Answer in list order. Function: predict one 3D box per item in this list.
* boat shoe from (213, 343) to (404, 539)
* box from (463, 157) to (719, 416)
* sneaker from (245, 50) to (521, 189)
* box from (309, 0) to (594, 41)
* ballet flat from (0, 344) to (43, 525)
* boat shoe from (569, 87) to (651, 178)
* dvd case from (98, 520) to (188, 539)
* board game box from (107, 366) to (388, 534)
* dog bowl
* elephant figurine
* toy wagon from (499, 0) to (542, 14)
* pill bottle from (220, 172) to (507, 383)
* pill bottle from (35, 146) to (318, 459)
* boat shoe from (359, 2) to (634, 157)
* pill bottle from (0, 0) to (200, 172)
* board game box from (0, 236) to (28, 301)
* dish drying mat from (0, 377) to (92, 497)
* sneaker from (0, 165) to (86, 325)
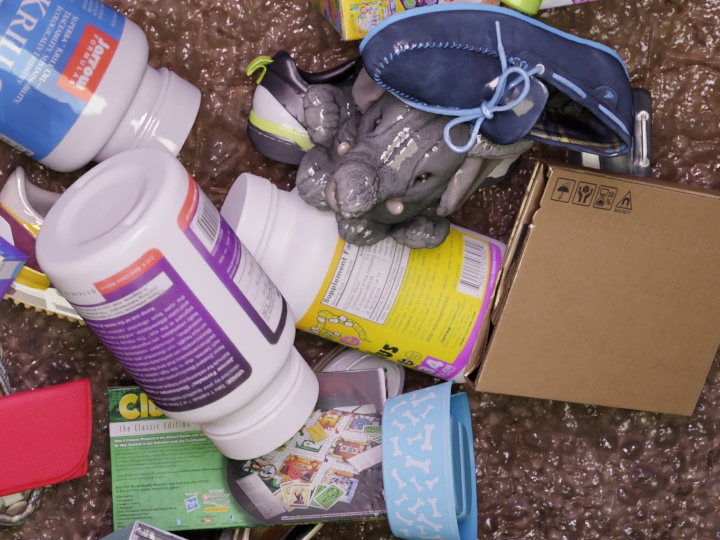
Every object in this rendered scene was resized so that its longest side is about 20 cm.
[{"bbox_3d":[-0.031,0.140,1.738,0.074,0.068,0.201,30,99,-16],"label":"boat shoe"},{"bbox_3d":[0.176,0.016,1.681,0.199,0.021,0.165,8,108,-35],"label":"box"},{"bbox_3d":[0.019,-0.107,1.667,0.198,0.072,0.083,7,105,-13],"label":"sneaker"},{"bbox_3d":[0.058,-0.235,1.564,0.191,0.200,0.123,-10,107,-8],"label":"box"},{"bbox_3d":[-0.267,0.089,1.678,0.072,0.072,0.201,-22,110,-3],"label":"ballet flat"},{"bbox_3d":[0.186,-0.029,1.721,0.060,0.076,0.202,-8,110,-2],"label":"boat shoe"},{"bbox_3d":[-0.094,0.231,1.725,0.199,0.146,0.022,25,67,-15],"label":"dvd case"},{"bbox_3d":[-0.076,0.126,1.696,0.198,0.023,0.106,-4,83,10],"label":"board game box"},{"bbox_3d":[0.049,0.137,1.695,0.049,0.200,0.112,-4,82,7],"label":"dog bowl"},{"bbox_3d":[0.039,-0.084,1.542,0.140,0.200,0.156,10,80,-11],"label":"elephant figurine"},{"bbox_3d":[0.114,-0.231,1.448,0.199,0.040,0.156,23,100,-15],"label":"toy wagon"},{"bbox_3d":[0.000,0.000,1.680,0.199,0.104,0.105,20,103,-15],"label":"pill bottle"},{"bbox_3d":[-0.111,0.027,1.584,0.111,0.112,0.200,-35,122,2],"label":"pill bottle"},{"bbox_3d":[0.093,-0.111,1.469,0.199,0.069,0.084,4,149,-31],"label":"boat shoe"},{"bbox_3d":[-0.207,-0.134,1.595,0.199,0.112,0.113,30,100,-18],"label":"pill bottle"},{"bbox_3d":[-0.330,0.035,1.630,0.134,0.045,0.201,35,99,12],"label":"board game box"},{"bbox_3d":[-0.268,0.126,1.629,0.199,0.018,0.077,-12,119,-32],"label":"dish drying mat"},{"bbox_3d":[-0.157,-0.007,1.665,0.199,0.075,0.091,15,110,-16],"label":"sneaker"}]
